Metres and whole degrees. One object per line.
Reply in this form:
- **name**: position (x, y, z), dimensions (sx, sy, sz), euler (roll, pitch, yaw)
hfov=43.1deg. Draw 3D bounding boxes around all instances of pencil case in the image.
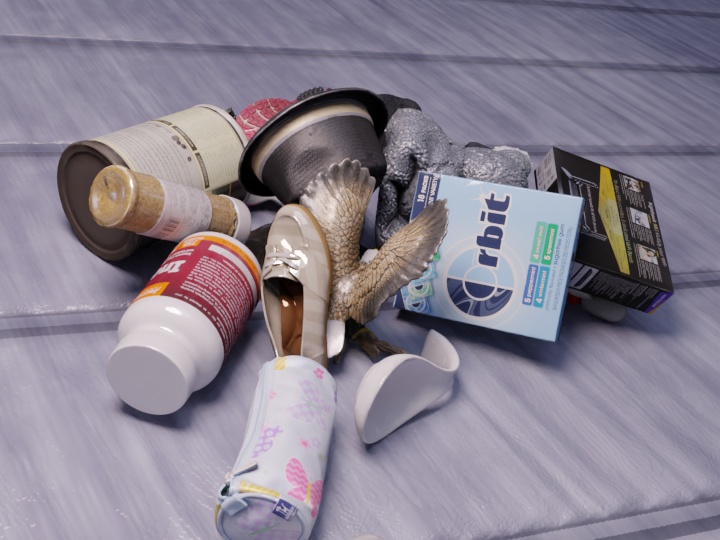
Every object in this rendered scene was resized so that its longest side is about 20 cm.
- **pencil case**: position (-0.075, 0.168, 0.850), dimensions (0.090, 0.083, 0.200), euler (32, 31, -12)

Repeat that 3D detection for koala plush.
- **koala plush**: position (0.131, -0.118, 1.207), dimensions (0.199, 0.185, 0.178), euler (7, 31, 10)

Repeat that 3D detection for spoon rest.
- **spoon rest**: position (0.054, 0.118, 0.967), dimensions (0.060, 0.100, 0.200), euler (25, 25, 21)

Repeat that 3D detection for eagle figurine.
- **eagle figurine**: position (0.000, -0.004, 1.018), dimensions (0.151, 0.201, 0.151), euler (2, 36, -16)

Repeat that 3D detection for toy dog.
- **toy dog**: position (0.258, -0.007, 1.197), dimensions (0.199, 0.097, 0.132), euler (7, 41, -8)

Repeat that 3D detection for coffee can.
- **coffee can**: position (-0.251, -0.114, 1.138), dimensions (0.146, 0.147, 0.200), euler (31, 38, 25)

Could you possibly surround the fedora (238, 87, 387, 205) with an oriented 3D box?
- **fedora**: position (-0.041, -0.125, 1.085), dimensions (0.200, 0.201, 0.092), euler (-15, 62, -35)

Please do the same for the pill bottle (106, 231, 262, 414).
- **pill bottle**: position (-0.182, 0.053, 0.952), dimensions (0.112, 0.113, 0.200), euler (16, 34, 4)

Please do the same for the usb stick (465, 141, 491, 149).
- **usb stick**: position (0.175, -0.150, 1.434), dimensions (0.055, 0.033, 0.200), euler (16, 34, 6)

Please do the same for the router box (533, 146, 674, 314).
- **router box**: position (0.312, -0.055, 1.184), dimensions (0.156, 0.052, 0.201), euler (18, 48, -15)

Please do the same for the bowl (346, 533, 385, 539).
- **bowl**: position (0.003, 0.299, 0.701), dimensions (0.199, 0.075, 0.199), euler (-22, 47, -38)

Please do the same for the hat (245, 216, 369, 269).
- **hat**: position (-0.057, -0.035, 1.149), dimensions (0.199, 0.081, 0.201), euler (9, 33, -6)

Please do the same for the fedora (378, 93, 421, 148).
- **fedora**: position (0.043, -0.218, 1.431), dimensions (0.199, 0.092, 0.201), euler (9, 34, -6)

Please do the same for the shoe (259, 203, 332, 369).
- **shoe**: position (-0.068, 0.028, 0.965), dimensions (0.070, 0.201, 0.053), euler (-7, -4, 25)

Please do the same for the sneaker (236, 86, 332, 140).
- **sneaker**: position (-0.104, -0.214, 1.373), dimensions (0.199, 0.075, 0.081), euler (-20, 54, -37)

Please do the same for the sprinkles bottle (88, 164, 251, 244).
- **sprinkles bottle**: position (-0.208, -0.066, 1.026), dimensions (0.068, 0.068, 0.200), euler (36, 12, 30)

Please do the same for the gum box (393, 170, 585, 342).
- **gum box**: position (0.153, -0.019, 1.090), dimensions (0.199, 0.171, 0.045), euler (12, 3, 18)

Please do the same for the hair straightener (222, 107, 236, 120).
- **hair straightener**: position (-0.199, -0.199, 1.349), dimensions (0.041, 0.077, 0.200), euler (-1, 24, 46)

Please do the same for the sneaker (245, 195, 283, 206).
- **sneaker**: position (-0.124, -0.139, 1.247), dimensions (0.199, 0.087, 0.080), euler (9, 29, 23)
